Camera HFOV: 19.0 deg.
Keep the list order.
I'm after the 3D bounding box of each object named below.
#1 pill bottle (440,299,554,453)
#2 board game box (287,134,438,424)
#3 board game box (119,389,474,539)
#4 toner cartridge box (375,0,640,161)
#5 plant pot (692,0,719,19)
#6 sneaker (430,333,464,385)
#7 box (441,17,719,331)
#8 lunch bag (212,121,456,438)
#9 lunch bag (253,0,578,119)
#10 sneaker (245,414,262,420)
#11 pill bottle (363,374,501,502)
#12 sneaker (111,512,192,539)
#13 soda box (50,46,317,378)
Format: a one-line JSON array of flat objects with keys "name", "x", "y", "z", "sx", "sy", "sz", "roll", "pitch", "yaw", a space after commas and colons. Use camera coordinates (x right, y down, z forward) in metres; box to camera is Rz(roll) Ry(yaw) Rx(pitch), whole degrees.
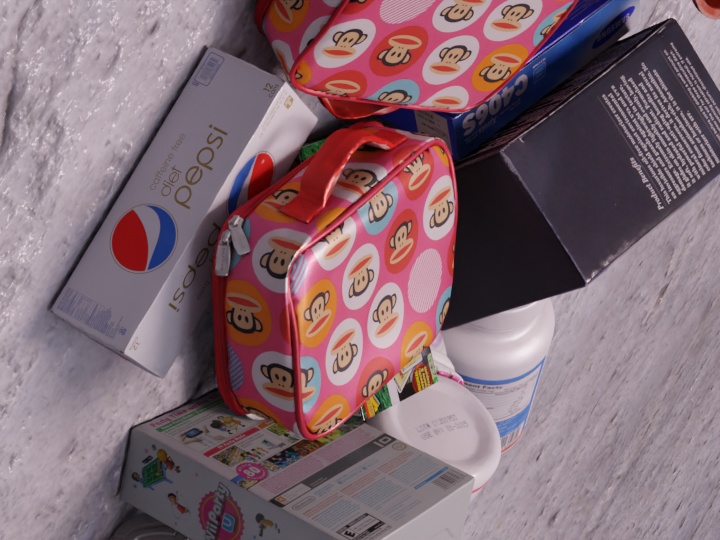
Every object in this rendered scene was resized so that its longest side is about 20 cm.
[{"name": "pill bottle", "x": 0.098, "y": 0.060, "z": 1.759, "sx": 0.112, "sy": 0.112, "sz": 0.200, "roll": -44, "pitch": 158, "yaw": -34}, {"name": "board game box", "x": 0.000, "y": 0.000, "z": 1.543, "sx": 0.105, "sy": 0.023, "sz": 0.200, "roll": -24, "pitch": 102, "yaw": -51}, {"name": "board game box", "x": -0.044, "y": 0.154, "z": 1.514, "sx": 0.148, "sy": 0.200, "sz": 0.064, "roll": -23, "pitch": 132, "yaw": -52}, {"name": "toner cartridge box", "x": 0.104, "y": -0.164, "z": 1.569, "sx": 0.200, "sy": 0.095, "sz": 0.043, "roll": -37, "pitch": 141, "yaw": -26}, {"name": "plant pot", "x": 0.207, "y": -0.309, "z": 1.547, "sx": 0.201, "sy": 0.195, "sz": 0.201, "roll": -43, "pitch": 147, "yaw": -36}, {"name": "sneaker", "x": -0.005, "y": 0.043, "z": 1.635, "sx": 0.081, "sy": 0.088, "sz": 0.200, "roll": -31, "pitch": 144, "yaw": 23}, {"name": "box", "x": 0.143, "y": -0.067, "z": 1.595, "sx": 0.198, "sy": 0.123, "sz": 0.200, "roll": -36, "pitch": -172, "yaw": -30}, {"name": "lunch bag", "x": -0.013, "y": -0.007, "z": 1.393, "sx": 0.200, "sy": 0.082, "sz": 0.176, "roll": -39, "pitch": 137, "yaw": -45}, {"name": "lunch bag", "x": 0.035, "y": -0.170, "z": 1.416, "sx": 0.200, "sy": 0.082, "sz": 0.176, "roll": 5, "pitch": 133, "yaw": -44}, {"name": "sneaker", "x": -0.065, "y": 0.025, "z": 1.477, "sx": 0.200, "sy": 0.073, "sz": 0.071, "roll": 86, "pitch": 1, "yaw": -48}, {"name": "pill bottle", "x": 0.018, "y": 0.176, "z": 1.650, "sx": 0.109, "sy": 0.109, "sz": 0.200, "roll": -31, "pitch": 160, "yaw": -48}, {"name": "sneaker", "x": -0.085, "y": 0.237, "z": 1.519, "sx": 0.076, "sy": 0.200, "sz": 0.081, "roll": -49, "pitch": 149, "yaw": -35}, {"name": "soda box", "x": -0.110, "y": -0.037, "z": 1.369, "sx": 0.200, "sy": 0.064, "sz": 0.068, "roll": -59, "pitch": 155, "yaw": -6}]
